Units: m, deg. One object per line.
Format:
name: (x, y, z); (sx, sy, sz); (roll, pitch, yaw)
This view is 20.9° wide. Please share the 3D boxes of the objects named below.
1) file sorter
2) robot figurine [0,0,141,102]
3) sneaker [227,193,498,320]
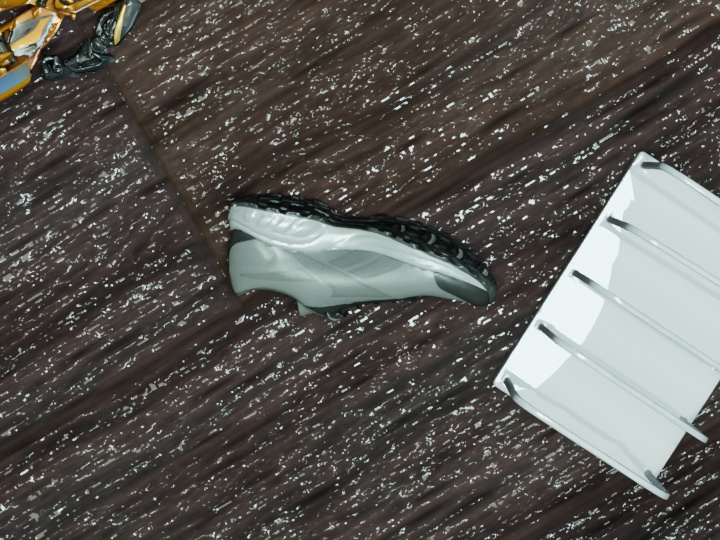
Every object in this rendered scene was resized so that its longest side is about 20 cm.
file sorter: (0.207, 0.038, 1.364); (0.138, 0.125, 0.201); (33, 92, -2)
robot figurine: (-0.255, -0.187, 1.385); (0.199, 0.058, 0.146); (-30, 94, 2)
sneaker: (0.000, 0.000, 1.394); (0.198, 0.074, 0.080); (12, 102, 6)
